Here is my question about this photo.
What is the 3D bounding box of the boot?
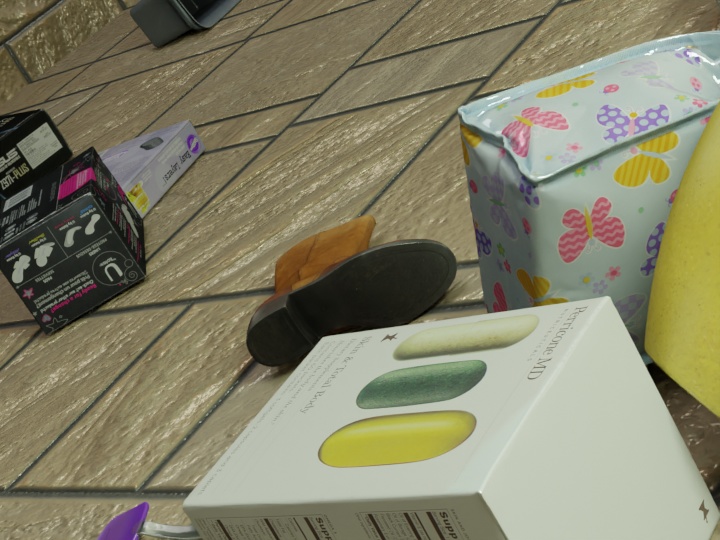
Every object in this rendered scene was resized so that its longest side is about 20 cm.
[{"bbox_3d":[0.000,0.000,1.301,0.188,0.069,0.200,-32,13,17],"label":"boot"}]

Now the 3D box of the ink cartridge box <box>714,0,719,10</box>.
[{"bbox_3d":[0.381,-0.270,1.336,0.145,0.083,0.200,-26,22,11],"label":"ink cartridge box"}]

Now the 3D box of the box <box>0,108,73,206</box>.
[{"bbox_3d":[-0.555,-0.148,2.283,0.200,0.086,0.164,-43,24,-28],"label":"box"}]

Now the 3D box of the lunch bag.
[{"bbox_3d":[0.176,-0.041,0.936,0.200,0.170,0.127,-21,36,-16],"label":"lunch bag"}]

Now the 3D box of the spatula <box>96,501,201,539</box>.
[{"bbox_3d":[-0.120,0.181,1.076,0.200,0.021,0.057,-15,38,29],"label":"spatula"}]

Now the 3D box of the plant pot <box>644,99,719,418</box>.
[{"bbox_3d":[0.230,0.016,0.797,0.142,0.200,0.200,-53,19,9],"label":"plant pot"}]

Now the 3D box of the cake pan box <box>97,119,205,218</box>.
[{"bbox_3d":[-0.316,-0.103,1.923,0.200,0.052,0.184,-15,24,33],"label":"cake pan box"}]

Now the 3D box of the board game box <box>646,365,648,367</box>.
[{"bbox_3d":[0.130,0.077,0.975,0.095,0.030,0.200,-14,24,34],"label":"board game box"}]

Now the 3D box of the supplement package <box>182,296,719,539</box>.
[{"bbox_3d":[0.049,0.125,0.802,0.200,0.151,0.152,-10,29,42],"label":"supplement package"}]

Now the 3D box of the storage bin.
[{"bbox_3d":[-0.307,-0.483,2.649,0.134,0.146,0.200,-26,19,39],"label":"storage bin"}]

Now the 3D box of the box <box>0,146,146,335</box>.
[{"bbox_3d":[-0.319,-0.035,1.688,0.132,0.115,0.200,-31,20,2],"label":"box"}]
